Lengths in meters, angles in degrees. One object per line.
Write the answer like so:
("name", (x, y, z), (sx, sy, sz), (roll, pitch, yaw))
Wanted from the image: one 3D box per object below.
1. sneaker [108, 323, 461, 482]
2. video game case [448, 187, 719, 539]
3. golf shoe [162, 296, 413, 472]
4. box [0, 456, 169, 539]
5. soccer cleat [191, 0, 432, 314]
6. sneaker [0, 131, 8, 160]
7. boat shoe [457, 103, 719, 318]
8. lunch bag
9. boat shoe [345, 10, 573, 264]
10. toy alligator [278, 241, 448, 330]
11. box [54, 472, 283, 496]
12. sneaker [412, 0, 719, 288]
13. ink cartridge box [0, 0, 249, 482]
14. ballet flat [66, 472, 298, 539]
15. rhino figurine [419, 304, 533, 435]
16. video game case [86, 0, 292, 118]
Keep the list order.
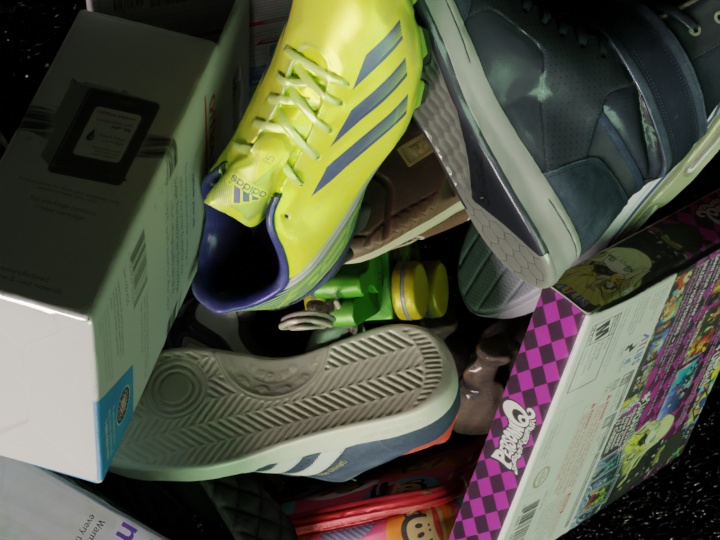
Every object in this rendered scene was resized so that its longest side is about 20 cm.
("sneaker", (-0.044, 0.082, 1.203), (0.199, 0.075, 0.085), (-6, 153, 9))
("video game case", (0.139, 0.057, 1.246), (0.181, 0.036, 0.200), (-26, 145, -39))
("golf shoe", (-0.020, 0.058, 1.279), (0.200, 0.073, 0.092), (16, 136, -41))
("box", (-0.174, 0.158, 1.189), (0.176, 0.097, 0.200), (28, 166, 5))
("soccer cleat", (-0.026, -0.056, 0.981), (0.084, 0.065, 0.200), (-27, 148, -36))
("sneaker", (-0.173, 0.006, 1.094), (0.075, 0.106, 0.200), (-20, 148, 8))
("boat shoe", (0.127, -0.039, 1.195), (0.062, 0.072, 0.200), (6, 142, -40))
("lunch bag", (0.001, 0.159, 1.368), (0.176, 0.082, 0.200), (-15, 180, 18))
("boat shoe", (0.056, -0.064, 1.120), (0.202, 0.075, 0.075), (-24, 170, -9))
("toy alligator", (0.000, 0.000, 1.174), (0.059, 0.054, 0.200), (-4, 180, 17))
("box", (-0.164, 0.127, 1.364), (0.200, 0.036, 0.144), (-21, 148, 12))
("sneaker", (0.083, -0.114, 1.023), (0.146, 0.077, 0.203), (-39, 119, -15))
("ink cartridge box", (-0.109, -0.026, 0.994), (0.067, 0.200, 0.116), (14, 141, 8))
("ballet flat", (-0.116, 0.108, 1.247), (0.200, 0.057, 0.067), (35, 108, -2))
("rhino figurine", (0.123, 0.040, 1.324), (0.200, 0.060, 0.088), (-16, 142, -20))
("video game case", (-0.052, -0.091, 1.082), (0.143, 0.018, 0.200), (-11, 148, -8))
